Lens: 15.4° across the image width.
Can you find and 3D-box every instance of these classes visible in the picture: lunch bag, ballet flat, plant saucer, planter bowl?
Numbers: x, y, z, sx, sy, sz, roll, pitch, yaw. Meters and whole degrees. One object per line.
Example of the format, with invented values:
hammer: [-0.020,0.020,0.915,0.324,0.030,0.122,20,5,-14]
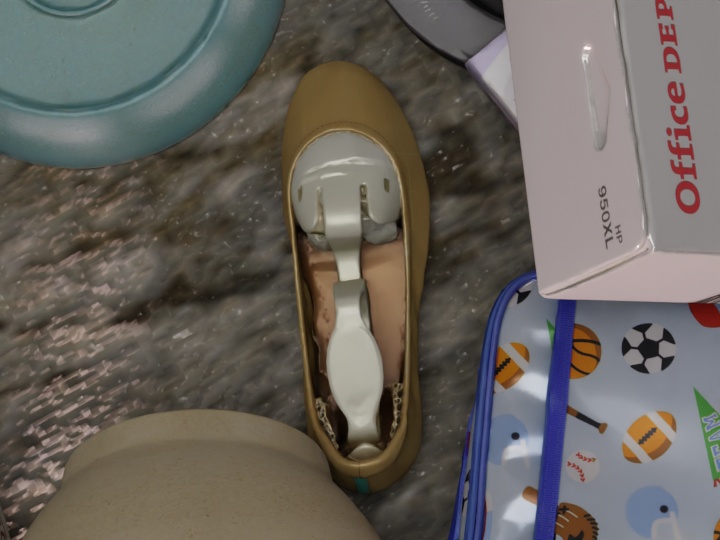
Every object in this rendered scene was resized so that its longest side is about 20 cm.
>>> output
lunch bag: [0.115,0.101,1.162,0.160,0.076,0.200,7,69,3]
ballet flat: [0.000,0.000,1.209,0.068,0.063,0.201,-7,85,5]
plant saucer: [-0.133,-0.149,1.253,0.200,0.027,0.201,0,86,6]
planter bowl: [-0.069,0.144,1.154,0.200,0.200,0.135,-6,59,5]

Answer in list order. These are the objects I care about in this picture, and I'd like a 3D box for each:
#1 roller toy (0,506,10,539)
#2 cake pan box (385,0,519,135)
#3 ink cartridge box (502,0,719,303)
roller toy: [-0.248,0.145,1.185,0.200,0.140,0.183,29,99,4]
cake pan box: [0.093,-0.179,1.220,0.200,0.052,0.184,-38,81,2]
ink cartridge box: [0.168,-0.064,1.127,0.200,0.084,0.145,2,74,-31]
